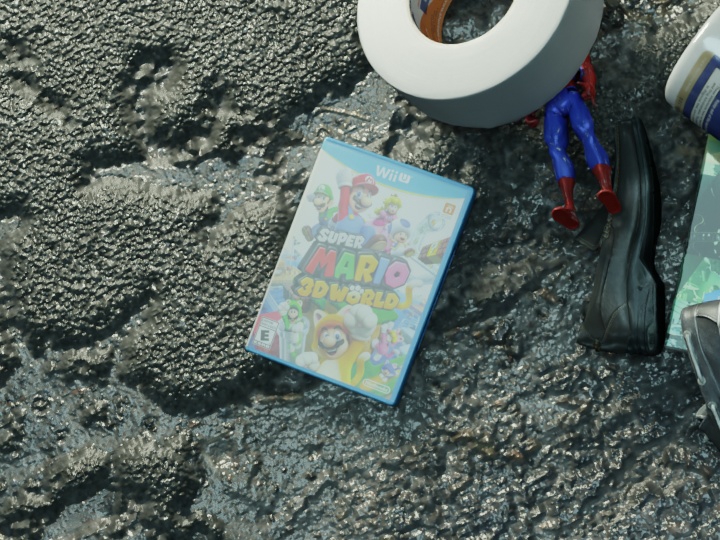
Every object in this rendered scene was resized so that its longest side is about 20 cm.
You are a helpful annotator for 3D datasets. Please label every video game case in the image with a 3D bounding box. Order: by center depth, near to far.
[{"bbox_3d":[0.000,0.000,1.608,0.143,0.018,0.200,20,87,14],"label":"video game case"}]

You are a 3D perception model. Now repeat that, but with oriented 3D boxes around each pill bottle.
[{"bbox_3d":[0.351,-0.122,1.470,0.200,0.111,0.111,39,92,15],"label":"pill bottle"}]

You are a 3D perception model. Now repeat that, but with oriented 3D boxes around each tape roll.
[{"bbox_3d":[0.100,-0.222,1.559,0.200,0.066,0.200,-12,65,27],"label":"tape roll"}]

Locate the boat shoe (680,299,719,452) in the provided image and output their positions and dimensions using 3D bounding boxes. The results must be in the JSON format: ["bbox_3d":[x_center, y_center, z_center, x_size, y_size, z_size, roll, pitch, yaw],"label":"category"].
[{"bbox_3d":[0.305,0.117,1.491,0.068,0.072,0.200,-10,108,32],"label":"boat shoe"}]

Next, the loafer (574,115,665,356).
[{"bbox_3d":[0.213,-0.029,1.543,0.072,0.073,0.200,-2,81,16],"label":"loafer"}]

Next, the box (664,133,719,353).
[{"bbox_3d":[0.341,-0.017,1.531,0.144,0.036,0.200,11,84,13],"label":"box"}]

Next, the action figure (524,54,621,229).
[{"bbox_3d":[0.172,-0.133,1.551,0.065,0.052,0.200,-25,51,23],"label":"action figure"}]
